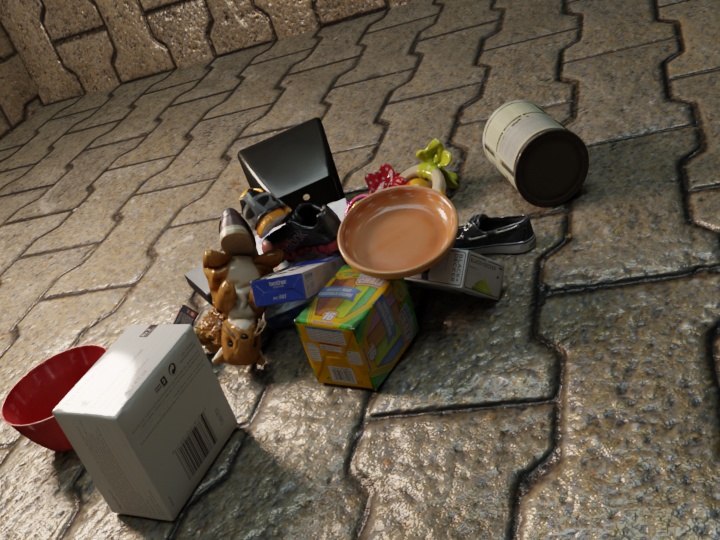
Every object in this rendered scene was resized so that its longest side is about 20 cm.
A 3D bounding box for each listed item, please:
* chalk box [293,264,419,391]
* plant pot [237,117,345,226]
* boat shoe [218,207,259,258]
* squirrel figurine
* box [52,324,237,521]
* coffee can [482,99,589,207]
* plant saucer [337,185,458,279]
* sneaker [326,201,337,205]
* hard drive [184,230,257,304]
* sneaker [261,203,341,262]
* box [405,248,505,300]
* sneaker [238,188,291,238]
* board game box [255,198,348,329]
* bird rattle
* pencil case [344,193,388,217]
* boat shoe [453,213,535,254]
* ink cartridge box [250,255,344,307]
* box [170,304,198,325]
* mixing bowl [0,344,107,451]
[{"bbox_3d":[0.009,0.074,1.338,0.122,0.126,0.201,2,37,35],"label":"chalk box"},{"bbox_3d":[-0.126,-0.166,1.780,0.196,0.203,0.179,-23,42,-5],"label":"plant pot"},{"bbox_3d":[-0.217,-0.046,1.496,0.070,0.201,0.066,-7,68,-2],"label":"boat shoe"},{"bbox_3d":[-0.214,0.082,1.465,0.138,0.191,0.200,2,-24,-23],"label":"squirrel figurine"},{"bbox_3d":[-0.308,0.218,1.229,0.128,0.204,0.200,-2,34,28],"label":"box"},{"bbox_3d":[0.331,-0.229,1.604,0.143,0.149,0.201,-21,29,0],"label":"coffee can"},{"bbox_3d":[0.061,-0.057,1.332,0.195,0.038,0.203,-9,45,9],"label":"plant saucer"},{"bbox_3d":[-0.067,-0.031,1.633,0.070,0.080,0.203,11,62,29],"label":"sneaker"},{"bbox_3d":[-0.259,-0.012,1.757,0.198,0.033,0.139,-33,31,-20],"label":"hard drive"},{"bbox_3d":[-0.109,-0.072,1.491,0.197,0.099,0.072,-8,40,37],"label":"sneaker"},{"bbox_3d":[0.127,-0.002,1.390,0.197,0.115,0.062,9,84,41],"label":"box"},{"bbox_3d":[-0.172,-0.108,1.472,0.078,0.077,0.200,-44,5,-4],"label":"sneaker"},{"bbox_3d":[-0.093,-0.015,1.552,0.196,0.044,0.202,-21,52,11],"label":"board game box"},{"bbox_3d":[0.106,-0.176,1.725,0.196,0.114,0.165,-19,45,10],"label":"bird rattle"},{"bbox_3d":[0.035,-0.090,1.502,0.086,0.091,0.199,-11,-2,18],"label":"pencil case"},{"bbox_3d":[0.214,-0.069,1.497,0.196,0.069,0.072,-1,34,33],"label":"boat shoe"},{"bbox_3d":[-0.098,0.015,1.391,0.092,0.045,0.200,-9,6,19],"label":"ink cartridge box"},{"bbox_3d":[-0.345,0.160,1.462,0.111,0.034,0.202,-53,14,29],"label":"box"},{"bbox_3d":[-0.494,0.232,1.426,0.195,0.110,0.202,-17,29,10],"label":"mixing bowl"}]
